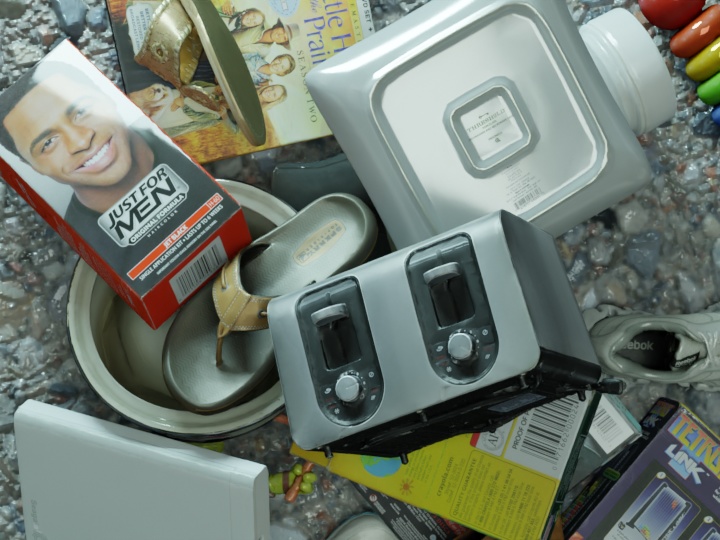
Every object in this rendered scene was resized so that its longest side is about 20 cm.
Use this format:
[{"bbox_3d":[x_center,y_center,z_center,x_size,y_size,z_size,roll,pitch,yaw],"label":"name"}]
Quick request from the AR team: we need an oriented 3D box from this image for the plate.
[{"bbox_3d":[0.091,-0.103,1.404,0.199,0.032,0.201,-31,100,-7],"label":"plate"}]

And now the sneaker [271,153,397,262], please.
[{"bbox_3d":[0.000,0.000,1.499,0.105,0.075,0.202,-3,112,21],"label":"sneaker"}]

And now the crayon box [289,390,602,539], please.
[{"bbox_3d":[0.062,0.111,1.418,0.198,0.051,0.128,21,89,15],"label":"crayon box"}]

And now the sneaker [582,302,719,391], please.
[{"bbox_3d":[0.269,0.062,1.534,0.198,0.081,0.076,-3,91,-11],"label":"sneaker"}]

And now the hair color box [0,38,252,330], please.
[{"bbox_3d":[-0.182,-0.064,1.409,0.101,0.061,0.200,-43,68,-13],"label":"hair color box"}]

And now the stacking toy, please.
[{"bbox_3d":[0.292,-0.160,1.533,0.085,0.085,0.201,-37,92,-6],"label":"stacking toy"}]

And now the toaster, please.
[{"bbox_3d":[0.058,0.051,1.312,0.179,0.200,0.120,-20,76,19],"label":"toaster"}]

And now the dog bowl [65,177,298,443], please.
[{"bbox_3d":[-0.114,0.037,1.437,0.198,0.074,0.202,-1,68,1],"label":"dog bowl"}]

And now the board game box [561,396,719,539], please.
[{"bbox_3d":[0.264,0.229,1.553,0.200,0.057,0.166,43,83,-9],"label":"board game box"}]

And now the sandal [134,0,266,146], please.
[{"bbox_3d":[-0.138,-0.178,1.436,0.069,0.078,0.213,-22,87,13],"label":"sandal"}]

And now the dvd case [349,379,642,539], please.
[{"bbox_3d":[0.092,0.128,1.470,0.200,0.022,0.146,-40,93,15],"label":"dvd case"}]

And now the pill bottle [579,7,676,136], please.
[{"bbox_3d":[0.133,-0.114,1.484,0.199,0.114,0.115,-28,97,-7],"label":"pill bottle"}]

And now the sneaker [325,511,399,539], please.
[{"bbox_3d":[-0.022,0.281,1.494,0.076,0.081,0.201,30,86,-8],"label":"sneaker"}]

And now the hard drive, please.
[{"bbox_3d":[-0.158,0.176,1.417,0.198,0.026,0.133,13,121,22],"label":"hard drive"}]

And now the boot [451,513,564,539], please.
[{"bbox_3d":[0.094,0.287,1.472,0.187,0.069,0.201,-27,128,-6],"label":"boot"}]

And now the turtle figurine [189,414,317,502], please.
[{"bbox_3d":[-0.123,0.187,1.480,0.198,0.064,0.163,-4,92,-2],"label":"turtle figurine"}]

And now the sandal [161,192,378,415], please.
[{"bbox_3d":[-0.065,0.015,1.374,0.200,0.055,0.082,-42,72,-14],"label":"sandal"}]

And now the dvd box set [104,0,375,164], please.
[{"bbox_3d":[-0.085,-0.163,1.487,0.198,0.029,0.148,-12,95,-8],"label":"dvd box set"}]
